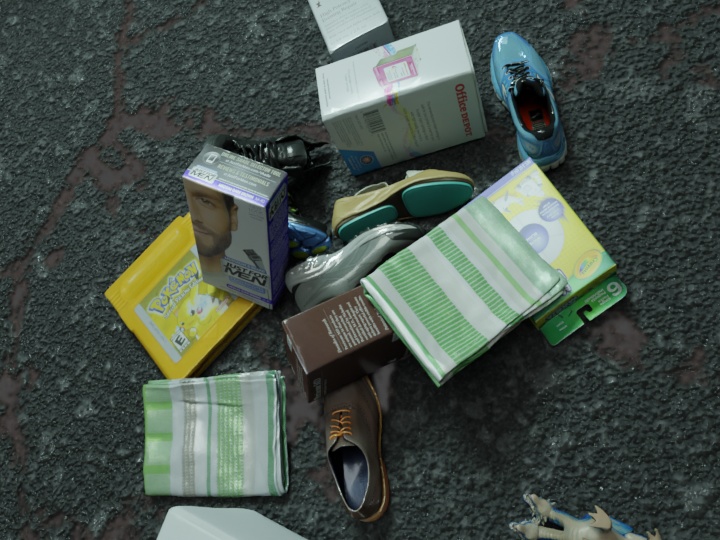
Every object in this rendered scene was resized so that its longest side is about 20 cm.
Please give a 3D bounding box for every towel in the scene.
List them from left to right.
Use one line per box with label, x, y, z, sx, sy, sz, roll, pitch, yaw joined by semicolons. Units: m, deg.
towel;-0.187;0.208;0.851;0.195;0.031;0.153;-6;80;14
towel;0.115;0.015;0.752;0.198;0.024;0.153;-33;68;-21

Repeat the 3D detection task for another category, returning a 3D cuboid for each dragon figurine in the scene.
dragon figurine;0.253;0.281;0.686;0.196;0.100;0.060;21;74;3

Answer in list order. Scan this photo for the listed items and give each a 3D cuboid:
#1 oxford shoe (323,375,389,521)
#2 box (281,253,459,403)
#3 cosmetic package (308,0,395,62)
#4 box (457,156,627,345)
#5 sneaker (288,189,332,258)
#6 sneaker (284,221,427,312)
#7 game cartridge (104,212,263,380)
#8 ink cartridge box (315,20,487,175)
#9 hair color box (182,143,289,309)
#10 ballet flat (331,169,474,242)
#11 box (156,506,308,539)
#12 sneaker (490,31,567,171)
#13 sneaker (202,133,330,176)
oxford shoe;-0.010;0.187;0.796;0.070;0.073;0.204;-20;65;9
box;0.011;0.067;0.786;0.196;0.101;0.076;-23;65;-14
cosmetic package;-0.025;-0.403;1.022;0.100;0.074;0.203;-25;66;6
box;0.217;-0.023;0.814;0.116;0.048;0.202;-36;65;9
sneaker;-0.111;-0.077;0.915;0.197;0.071;0.083;23;65;40
sneaker;0.000;0.000;0.871;0.197;0.074;0.081;-27;74;12
game cartridge;-0.248;0.037;0.949;0.177;0.032;0.200;-46;66;-3
ink cartridge box;0.057;-0.220;0.887;0.195;0.145;0.087;-14;65;12
hair color box;-0.147;-0.047;0.833;0.107;0.202;0.065;20;52;11
ballet flat;0.051;-0.100;0.891;0.195;0.069;0.064;-18;52;9
box;-0.107;0.364;0.690;0.195;0.200;0.175;18;78;23
sneaker;0.220;-0.234;0.872;0.077;0.090;0.204;-19;66;10
sneaker;-0.118;-0.153;0.892;0.102;0.199;0.062;-11;89;18
